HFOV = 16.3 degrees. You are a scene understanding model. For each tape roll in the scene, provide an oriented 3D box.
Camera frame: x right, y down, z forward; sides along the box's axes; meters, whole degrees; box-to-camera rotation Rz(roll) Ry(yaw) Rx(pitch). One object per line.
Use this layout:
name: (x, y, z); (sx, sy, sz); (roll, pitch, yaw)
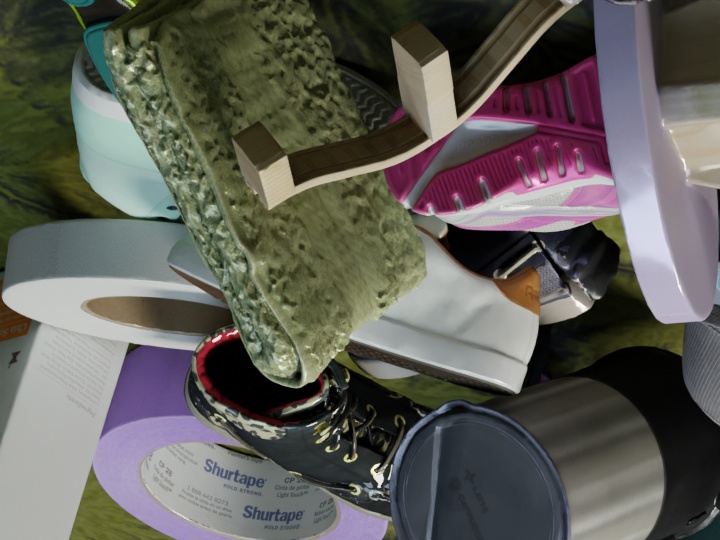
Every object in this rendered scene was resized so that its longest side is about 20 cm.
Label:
tape roll: (-0.073, 0.121, 1.659); (0.200, 0.066, 0.200); (10, 149, 6)
tape roll: (-0.108, 0.011, 1.464); (0.203, 0.037, 0.203); (6, 168, 1)

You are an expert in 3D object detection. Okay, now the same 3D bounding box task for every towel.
towel: (-0.045, -0.055, 1.228); (0.036, 0.148, 0.200); (-21, 102, 37)

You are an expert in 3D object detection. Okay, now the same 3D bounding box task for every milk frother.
milk frother: (0.158, 0.124, 1.376); (0.200, 0.181, 0.188); (-32, 169, 37)

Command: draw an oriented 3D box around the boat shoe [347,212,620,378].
boat shoe: (0.047, -0.006, 1.418); (0.200, 0.075, 0.093); (-22, 121, 41)

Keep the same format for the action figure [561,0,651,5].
action figure: (0.083, -0.171, 1.072); (0.102, 0.119, 0.200); (2, -161, -25)

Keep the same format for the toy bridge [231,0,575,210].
toy bridge: (0.031, -0.089, 1.195); (0.027, 0.200, 0.067); (47, 163, 30)

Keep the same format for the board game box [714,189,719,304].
board game box: (0.259, -0.009, 1.263); (0.200, 0.135, 0.028); (9, 114, 8)

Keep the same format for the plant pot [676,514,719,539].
plant pot: (0.183, 0.192, 1.544); (0.200, 0.141, 0.141); (-4, 152, 4)

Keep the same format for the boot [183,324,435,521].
boot: (-0.008, 0.091, 1.437); (0.203, 0.074, 0.154); (22, 171, 2)

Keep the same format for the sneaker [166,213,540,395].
sneaker: (0.000, 0.000, 1.341); (0.200, 0.085, 0.073); (17, 173, 2)

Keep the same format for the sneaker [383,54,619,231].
sneaker: (0.115, -0.065, 1.278); (0.200, 0.081, 0.088); (-6, 169, 10)

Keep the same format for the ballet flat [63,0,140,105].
ballet flat: (-0.117, -0.142, 1.240); (0.067, 0.067, 0.200); (5, 140, 53)

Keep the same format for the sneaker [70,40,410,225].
sneaker: (-0.059, -0.061, 1.357); (0.200, 0.074, 0.118); (17, 149, 2)

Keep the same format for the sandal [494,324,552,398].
sandal: (0.104, 0.095, 1.533); (0.048, 0.075, 0.200); (18, 149, 8)

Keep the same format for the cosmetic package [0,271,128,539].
cosmetic package: (-0.217, 0.096, 1.545); (0.101, 0.200, 0.071); (-17, 137, 40)

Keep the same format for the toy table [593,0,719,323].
toy table: (0.182, -0.081, 1.145); (0.117, 0.184, 0.200); (-7, 109, 21)

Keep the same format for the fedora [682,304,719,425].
fedora: (0.243, 0.044, 1.294); (0.200, 0.177, 0.090); (17, 114, 25)
